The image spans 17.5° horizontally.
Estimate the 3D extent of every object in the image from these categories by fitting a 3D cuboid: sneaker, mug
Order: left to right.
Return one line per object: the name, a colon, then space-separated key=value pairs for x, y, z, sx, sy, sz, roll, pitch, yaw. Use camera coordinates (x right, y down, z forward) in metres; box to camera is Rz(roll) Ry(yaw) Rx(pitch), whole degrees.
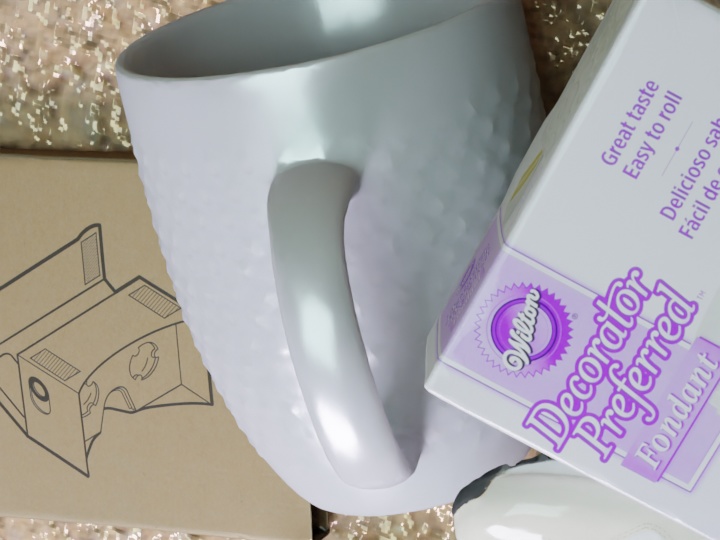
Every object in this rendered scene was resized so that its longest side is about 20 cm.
mug: x=0.000 y=0.000 z=0.825 sx=0.147 sy=0.200 sz=0.176 roll=-10 pitch=108 yaw=9
sneaker: x=0.115 y=0.137 z=0.778 sx=0.199 sy=0.094 sz=0.070 roll=29 pitch=144 yaw=-12

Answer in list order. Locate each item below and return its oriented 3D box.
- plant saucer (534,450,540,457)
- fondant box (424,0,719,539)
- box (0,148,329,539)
plant saucer: x=0.158 y=0.099 z=0.832 sx=0.199 sy=0.036 sz=0.201 roll=5 pitch=126 yaw=7
fondant box: x=0.139 y=0.014 z=0.719 sx=0.199 sy=0.058 sz=0.145 roll=28 pitch=105 yaw=-4
box: x=-0.110 y=0.030 z=0.982 sx=0.199 sy=0.021 sz=0.164 roll=3 pitch=107 yaw=23
